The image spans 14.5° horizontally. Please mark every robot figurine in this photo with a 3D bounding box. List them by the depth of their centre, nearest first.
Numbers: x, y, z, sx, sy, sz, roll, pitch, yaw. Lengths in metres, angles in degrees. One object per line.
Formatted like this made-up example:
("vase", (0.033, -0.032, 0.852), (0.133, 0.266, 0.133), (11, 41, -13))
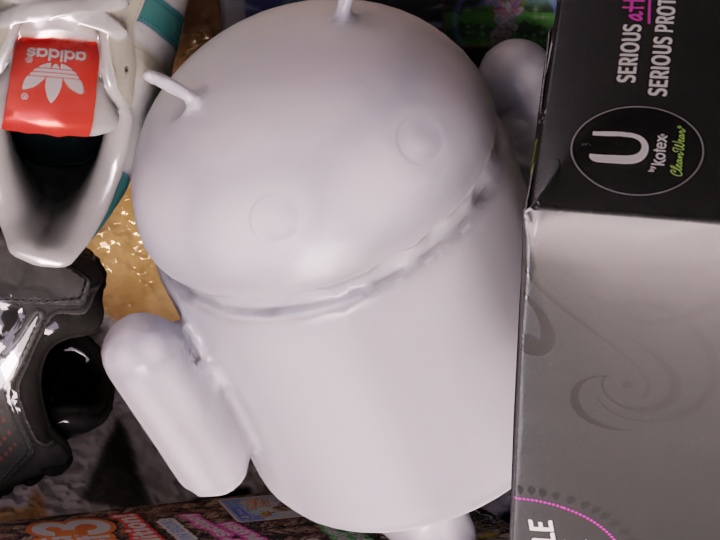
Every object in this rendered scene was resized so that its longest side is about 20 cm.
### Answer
("robot figurine", (0.000, 0.000, 0.866), (0.170, 0.113, 0.200), (-38, 129, -19))

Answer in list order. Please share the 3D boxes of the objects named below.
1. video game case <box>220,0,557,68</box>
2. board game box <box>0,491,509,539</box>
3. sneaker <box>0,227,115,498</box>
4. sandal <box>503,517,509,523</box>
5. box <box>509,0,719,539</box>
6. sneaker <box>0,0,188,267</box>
("video game case", (0.058, -0.031, 0.927), (0.200, 0.023, 0.182), (0, 130, 2))
("board game box", (-0.046, 0.166, 0.964), (0.200, 0.097, 0.160), (-4, 103, -24))
("sneaker", (-0.139, 0.055, 0.970), (0.098, 0.071, 0.200), (17, 127, -9))
("sandal", (0.063, 0.177, 1.084), (0.075, 0.045, 0.200), (2, 130, 0))
("box", (0.144, 0.007, 0.750), (0.200, 0.124, 0.149), (6, 132, 6))
("sneaker", (-0.079, -0.088, 0.835), (0.070, 0.093, 0.200), (8, 130, -6))
